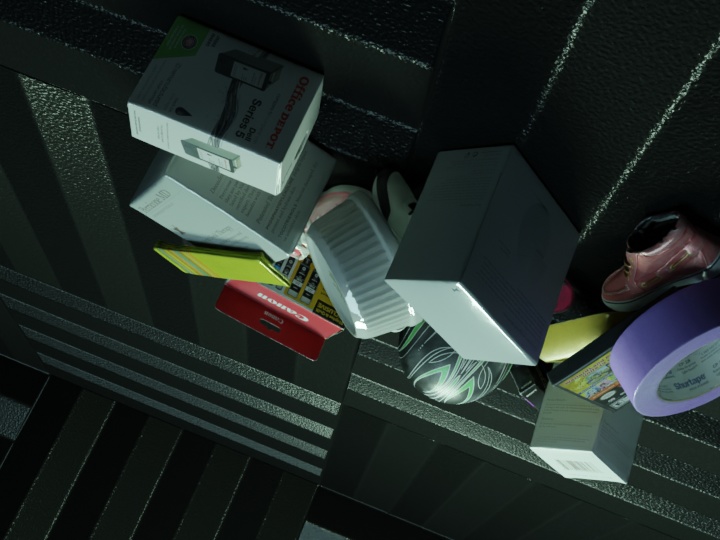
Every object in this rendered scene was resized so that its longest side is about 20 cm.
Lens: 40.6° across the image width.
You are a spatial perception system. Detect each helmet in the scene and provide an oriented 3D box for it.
[{"bbox_3d":[0.155,0.111,1.536,0.200,0.201,0.191,28,173,-12],"label":"helmet"}]

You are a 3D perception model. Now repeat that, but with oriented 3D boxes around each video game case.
[{"bbox_3d":[0.369,0.110,1.279,0.200,0.026,0.180,-39,142,23],"label":"video game case"}]

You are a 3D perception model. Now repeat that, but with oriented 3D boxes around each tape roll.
[{"bbox_3d":[0.414,0.098,1.206,0.199,0.066,0.200,-16,144,-12],"label":"tape roll"}]

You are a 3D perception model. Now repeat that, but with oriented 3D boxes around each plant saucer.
[{"bbox_3d":[0.355,0.098,1.371,0.199,0.049,0.200,2,168,-30],"label":"plant saucer"}]

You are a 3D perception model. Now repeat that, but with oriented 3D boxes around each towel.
[{"bbox_3d":[-0.197,-0.011,1.382,0.199,0.018,0.086,7,158,33],"label":"towel"}]

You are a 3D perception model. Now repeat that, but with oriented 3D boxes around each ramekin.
[{"bbox_3d":[0.000,0.000,1.319,0.203,0.094,0.202,61,170,18],"label":"ramekin"}]

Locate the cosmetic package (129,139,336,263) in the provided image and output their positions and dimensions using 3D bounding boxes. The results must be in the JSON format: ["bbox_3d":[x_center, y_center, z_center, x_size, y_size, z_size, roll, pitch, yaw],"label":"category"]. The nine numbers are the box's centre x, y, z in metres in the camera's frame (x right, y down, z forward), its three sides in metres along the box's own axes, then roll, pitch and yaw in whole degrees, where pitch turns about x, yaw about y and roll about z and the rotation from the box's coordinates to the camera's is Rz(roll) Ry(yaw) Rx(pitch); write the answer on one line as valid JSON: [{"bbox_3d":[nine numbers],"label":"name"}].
[{"bbox_3d":[-0.177,-0.123,1.348,0.200,0.167,0.167,33,156,-20],"label":"cosmetic package"}]

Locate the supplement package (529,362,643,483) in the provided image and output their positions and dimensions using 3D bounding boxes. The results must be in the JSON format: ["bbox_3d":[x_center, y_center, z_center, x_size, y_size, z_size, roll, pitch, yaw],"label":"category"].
[{"bbox_3d":[0.365,0.215,1.523,0.117,0.201,0.117,-5,144,46],"label":"supplement package"}]

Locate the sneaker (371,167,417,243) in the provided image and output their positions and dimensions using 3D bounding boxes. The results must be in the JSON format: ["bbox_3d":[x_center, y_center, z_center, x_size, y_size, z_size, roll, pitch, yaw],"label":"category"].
[{"bbox_3d":[0.084,-0.051,1.319,0.080,0.074,0.201,-20,99,43],"label":"sneaker"}]

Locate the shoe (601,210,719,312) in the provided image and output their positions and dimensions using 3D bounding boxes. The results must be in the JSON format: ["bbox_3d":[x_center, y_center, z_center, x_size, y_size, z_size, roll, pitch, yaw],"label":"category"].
[{"bbox_3d":[0.358,-0.013,1.227,0.091,0.072,0.200,33,149,-18],"label":"shoe"}]

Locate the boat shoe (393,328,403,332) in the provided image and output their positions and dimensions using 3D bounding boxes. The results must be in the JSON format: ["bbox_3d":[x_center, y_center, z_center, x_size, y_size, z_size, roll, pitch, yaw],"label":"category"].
[{"bbox_3d":[0.008,0.016,1.534,0.200,0.071,0.064,53,162,12],"label":"boat shoe"}]

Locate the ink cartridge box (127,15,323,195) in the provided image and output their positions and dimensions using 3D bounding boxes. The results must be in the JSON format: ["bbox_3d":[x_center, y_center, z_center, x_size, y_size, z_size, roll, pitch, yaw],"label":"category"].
[{"bbox_3d":[-0.162,-0.202,1.195,0.199,0.146,0.084,22,155,2],"label":"ink cartridge box"}]

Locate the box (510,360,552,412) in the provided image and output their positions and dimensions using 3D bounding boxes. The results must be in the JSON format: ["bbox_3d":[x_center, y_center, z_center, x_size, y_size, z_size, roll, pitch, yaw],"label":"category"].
[{"bbox_3d":[0.310,0.196,1.631,0.036,0.143,0.200,-39,126,17],"label":"box"}]

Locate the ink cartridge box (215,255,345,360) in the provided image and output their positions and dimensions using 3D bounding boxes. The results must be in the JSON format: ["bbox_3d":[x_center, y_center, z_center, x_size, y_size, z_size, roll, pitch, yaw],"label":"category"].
[{"bbox_3d":[-0.109,0.023,1.579,0.200,0.176,0.084,28,156,-13],"label":"ink cartridge box"}]

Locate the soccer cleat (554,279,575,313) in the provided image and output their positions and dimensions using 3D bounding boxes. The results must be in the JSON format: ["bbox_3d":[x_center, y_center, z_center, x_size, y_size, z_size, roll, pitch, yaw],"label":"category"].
[{"bbox_3d":[0.220,0.018,1.424,0.199,0.070,0.086,19,166,22],"label":"soccer cleat"}]

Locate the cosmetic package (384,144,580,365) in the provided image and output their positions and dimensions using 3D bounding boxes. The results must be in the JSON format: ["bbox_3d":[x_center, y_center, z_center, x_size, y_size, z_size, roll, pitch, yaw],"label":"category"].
[{"bbox_3d":[0.159,-0.016,1.230,0.123,0.201,0.199,0,146,42],"label":"cosmetic package"}]

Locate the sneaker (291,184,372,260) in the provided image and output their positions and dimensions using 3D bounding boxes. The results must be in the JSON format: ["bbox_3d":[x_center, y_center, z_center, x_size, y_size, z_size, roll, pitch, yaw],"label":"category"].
[{"bbox_3d":[-0.059,-0.064,1.445,0.200,0.105,0.075,-1,145,40],"label":"sneaker"}]
